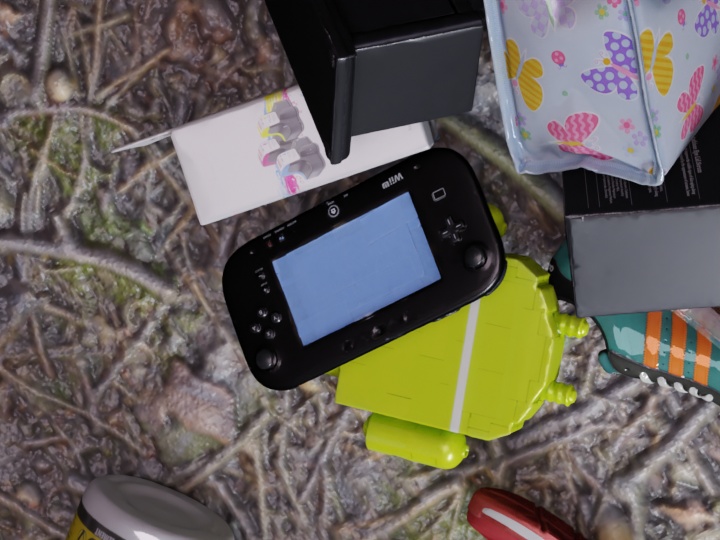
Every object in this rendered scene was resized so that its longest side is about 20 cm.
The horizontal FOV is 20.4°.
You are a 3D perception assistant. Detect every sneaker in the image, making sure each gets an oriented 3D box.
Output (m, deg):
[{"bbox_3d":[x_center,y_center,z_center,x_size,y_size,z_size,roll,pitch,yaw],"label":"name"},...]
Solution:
[{"bbox_3d":[0.208,0.051,1.343,0.200,0.071,0.080,41,100,7],"label":"sneaker"},{"bbox_3d":[0.134,0.244,1.365,0.199,0.078,0.116,36,97,2],"label":"sneaker"}]

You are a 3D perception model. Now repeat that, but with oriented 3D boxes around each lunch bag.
[{"bbox_3d":[0.156,-0.176,1.184,0.126,0.170,0.202,5,122,32],"label":"lunch bag"}]

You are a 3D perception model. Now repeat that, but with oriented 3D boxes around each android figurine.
[{"bbox_3d":[0.054,0.041,1.347,0.198,0.041,0.184,10,97,19],"label":"android figurine"}]

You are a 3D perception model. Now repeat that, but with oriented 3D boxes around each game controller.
[{"bbox_3d":[0.000,0.000,1.324,0.199,0.042,0.105,-27,84,21],"label":"game controller"}]

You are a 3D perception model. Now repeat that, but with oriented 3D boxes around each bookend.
[{"bbox_3d":[0.045,-0.186,1.237,0.197,0.092,0.201,-12,54,-13],"label":"bookend"}]

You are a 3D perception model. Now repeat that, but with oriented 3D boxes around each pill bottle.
[{"bbox_3d":[-0.170,0.252,1.376,0.110,0.111,0.201,22,99,2],"label":"pill bottle"}]

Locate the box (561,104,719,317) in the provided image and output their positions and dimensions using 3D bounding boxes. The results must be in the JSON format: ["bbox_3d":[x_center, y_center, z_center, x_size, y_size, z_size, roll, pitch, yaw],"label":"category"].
[{"bbox_3d":[0.196,-0.060,1.258,0.140,0.201,0.079,-7,122,7],"label":"box"}]

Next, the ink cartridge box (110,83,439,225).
[{"bbox_3d":[-0.053,-0.083,1.326,0.198,0.115,0.068,-18,94,8],"label":"ink cartridge box"}]
